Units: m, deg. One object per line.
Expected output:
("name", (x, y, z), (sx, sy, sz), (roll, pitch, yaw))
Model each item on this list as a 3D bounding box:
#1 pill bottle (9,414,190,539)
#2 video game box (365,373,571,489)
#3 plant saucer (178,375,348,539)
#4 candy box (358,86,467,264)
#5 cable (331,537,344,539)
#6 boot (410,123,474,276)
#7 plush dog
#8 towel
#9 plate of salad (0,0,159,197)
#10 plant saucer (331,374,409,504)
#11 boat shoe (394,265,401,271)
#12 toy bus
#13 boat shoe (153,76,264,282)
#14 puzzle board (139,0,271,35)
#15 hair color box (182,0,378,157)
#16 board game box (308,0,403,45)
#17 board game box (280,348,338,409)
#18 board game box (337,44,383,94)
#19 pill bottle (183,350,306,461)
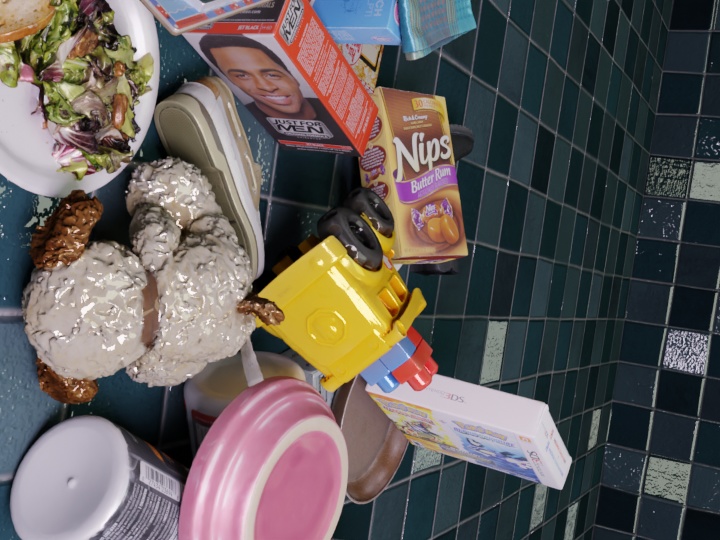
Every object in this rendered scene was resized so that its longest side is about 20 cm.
("pill bottle", (-0.182, 0.201, 0.740), (0.200, 0.106, 0.106), (55, 50, -54))
("video game box", (0.126, 0.176, 1.020), (0.047, 0.200, 0.182), (-65, 149, -23))
("plant saucer", (-0.070, 0.193, 0.769), (0.200, 0.051, 0.201), (-25, 120, -53))
("candy box", (0.058, -0.110, 1.071), (0.116, 0.056, 0.201), (-3, 81, -43))
("cable", (-0.032, 0.408, 1.033), (0.200, 0.069, 0.200), (-107, -143, -65))
("boot", (0.110, -0.092, 1.199), (0.165, 0.066, 0.201), (0, 78, -51))
("plush dog", (-0.169, 0.026, 0.683), (0.171, 0.160, 0.201), (-10, 115, -37))
("towel", (0.069, -0.307, 0.832), (0.147, 0.022, 0.201), (-39, 131, -51))
("plate of salad", (-0.205, -0.152, 0.653), (0.200, 0.048, 0.201), (-27, 121, -58))
("plant saucer", (0.013, 0.169, 1.051), (0.200, 0.032, 0.201), (-29, 123, -57))
("boat shoe", (0.000, 0.000, 1.075), (0.200, 0.071, 0.069), (-63, 149, -48))
("toy bus", (0.004, 0.033, 0.906), (0.192, 0.136, 0.200), (47, 24, -5))
("boat shoe", (-0.119, -0.077, 0.813), (0.068, 0.075, 0.200), (-51, 142, -42))
("puzzle board", (-0.129, -0.261, 0.691), (0.017, 0.151, 0.200), (-45, 178, 40))
("hair color box", (-0.068, -0.185, 0.849), (0.200, 0.101, 0.061), (47, 57, -56))
("board game box", (-0.012, -0.318, 0.861), (0.040, 0.153, 0.201), (20, 80, -61))
("board game box", (-0.027, 0.148, 1.069), (0.200, 0.064, 0.148), (-25, 121, -56))
("board game box", (-0.014, -0.312, 0.973), (0.151, 0.046, 0.201), (24, 76, -62))
("pill bottle", (-0.104, 0.190, 0.875), (0.116, 0.116, 0.201), (-35, 129, -54))
